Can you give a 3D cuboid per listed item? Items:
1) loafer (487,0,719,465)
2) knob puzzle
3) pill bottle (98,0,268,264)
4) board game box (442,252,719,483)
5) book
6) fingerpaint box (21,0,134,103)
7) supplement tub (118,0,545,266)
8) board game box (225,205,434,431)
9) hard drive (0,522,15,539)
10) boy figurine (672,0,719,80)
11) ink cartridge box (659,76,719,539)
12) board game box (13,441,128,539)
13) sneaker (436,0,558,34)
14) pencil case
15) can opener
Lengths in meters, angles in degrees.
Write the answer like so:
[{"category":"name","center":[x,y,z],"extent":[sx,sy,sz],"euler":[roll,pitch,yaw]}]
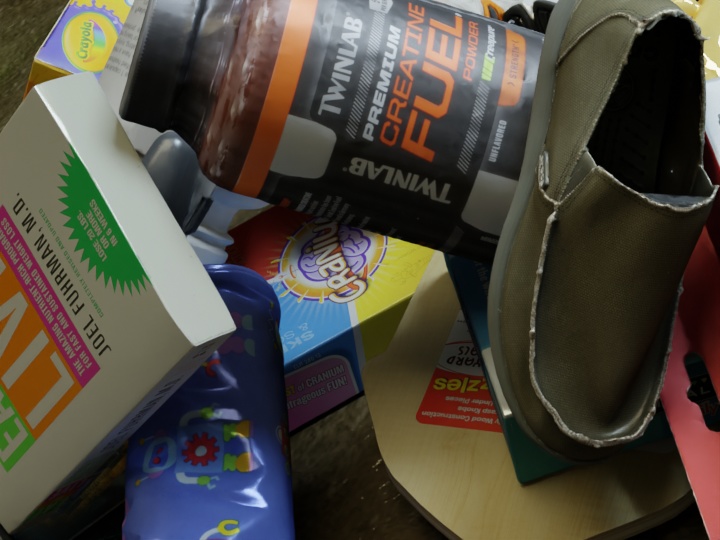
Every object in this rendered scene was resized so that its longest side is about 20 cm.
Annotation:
[{"category":"loafer","center":[0.100,-0.020,0.770],"extent":[0.075,0.201,0.070],"euler":[2,4,-20]},{"category":"knob puzzle","center":[0.094,0.064,0.891],"extent":[0.218,0.031,0.220],"euler":[-9,42,8]},{"category":"pill bottle","center":[-0.082,-0.093,1.023],"extent":[0.114,0.114,0.201],"euler":[27,93,52]},{"category":"board game box","center":[0.146,0.002,0.883],"extent":[0.199,0.047,0.151],"euler":[-17,42,0]},{"category":"book","center":[-0.142,0.021,0.875],"extent":[0.048,0.134,0.200],"euler":[-20,-17,-42]},{"category":"fingerpaint box","center":[-0.155,-0.111,1.193],"extent":[0.073,0.167,0.200],"euler":[22,40,-3]},{"category":"supplement tub","center":[-0.002,-0.073,0.840],"extent":[0.199,0.107,0.107],"euler":[15,34,-9]},{"category":"board game box","center":[0.000,0.000,1.046],"extent":[0.199,0.040,0.153],"euler":[-29,32,-6]},{"category":"hard drive","center":[-0.205,0.190,0.892],"extent":[0.140,0.033,0.200],"euler":[-45,36,-3]},{"category":"boy figurine","center":[0.203,-0.107,1.017],"extent":[0.124,0.065,0.200],"euler":[36,54,11]},{"category":"ink cartridge box","center":[0.202,0.013,0.767],"extent":[0.175,0.084,0.201],"euler":[-17,57,1]},{"category":"board game box","center":[-0.171,0.098,1.034],"extent":[0.135,0.028,0.200],"euler":[-36,33,-16]},{"category":"sneaker","center":[0.111,-0.118,0.977],"extent":[0.092,0.076,0.200],"euler":[-21,25,-25]},{"category":"pencil case","center":[-0.074,0.092,0.890],"extent":[0.086,0.078,0.201],"euler":[-7,49,2]},{"category":"can opener","center":[-0.137,0.014,0.952],"extent":[0.201,0.053,0.067],"euler":[-58,-8,10]}]
